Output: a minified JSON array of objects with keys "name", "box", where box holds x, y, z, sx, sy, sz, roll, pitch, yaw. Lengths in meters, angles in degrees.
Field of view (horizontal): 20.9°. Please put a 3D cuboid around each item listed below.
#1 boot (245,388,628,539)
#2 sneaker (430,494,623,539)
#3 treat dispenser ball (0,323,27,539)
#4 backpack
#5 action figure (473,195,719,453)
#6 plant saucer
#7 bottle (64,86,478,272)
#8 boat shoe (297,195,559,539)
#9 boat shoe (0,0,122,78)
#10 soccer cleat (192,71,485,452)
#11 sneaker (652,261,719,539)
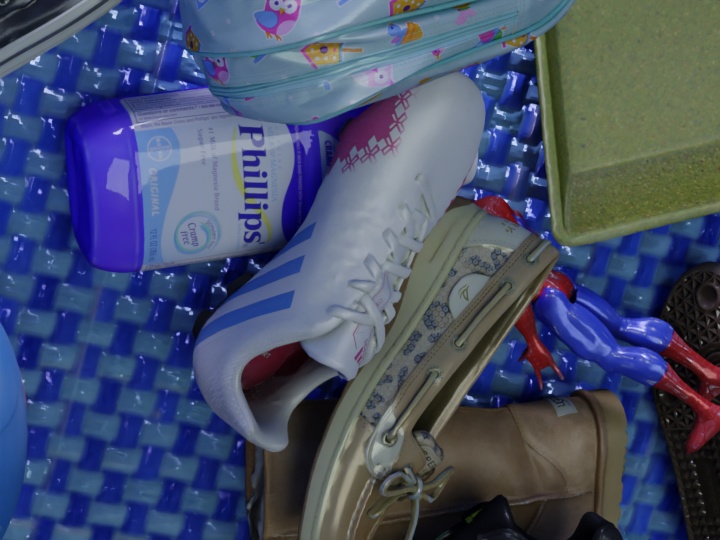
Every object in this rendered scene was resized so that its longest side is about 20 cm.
[{"name":"boot","box":[0.038,0.145,1.048,0.200,0.066,0.175,-4,102,-17]},{"name":"sneaker","box":[0.048,0.155,0.983,0.200,0.074,0.088,3,96,-7]},{"name":"treat dispenser ball","box":[-0.244,0.071,0.842,0.201,0.201,0.201,-6,107,-19]},{"name":"backpack","box":[0.010,-0.146,0.868,0.200,0.167,0.127,-24,104,-30]},{"name":"action figure","box":[0.105,0.020,1.026,0.200,0.065,0.052,38,127,-8]},{"name":"plant saucer","box":[0.173,-0.130,1.024,0.199,0.048,0.200,-13,108,-17]},{"name":"bottle","box":[-0.042,-0.052,0.956,0.200,0.065,0.084,-8,114,-19]},{"name":"boat shoe","box":[0.029,0.062,0.948,0.063,0.073,0.200,24,85,12]},{"name":"boat shoe","box":[-0.159,-0.135,0.887,0.200,0.075,0.062,-33,120,-3]},{"name":"soccer cleat","box":[0.000,0.000,0.911,0.070,0.086,0.200,27,109,-39]},{"name":"sneaker","box":[0.216,0.086,1.103,0.075,0.070,0.200,-21,111,-42]}]
